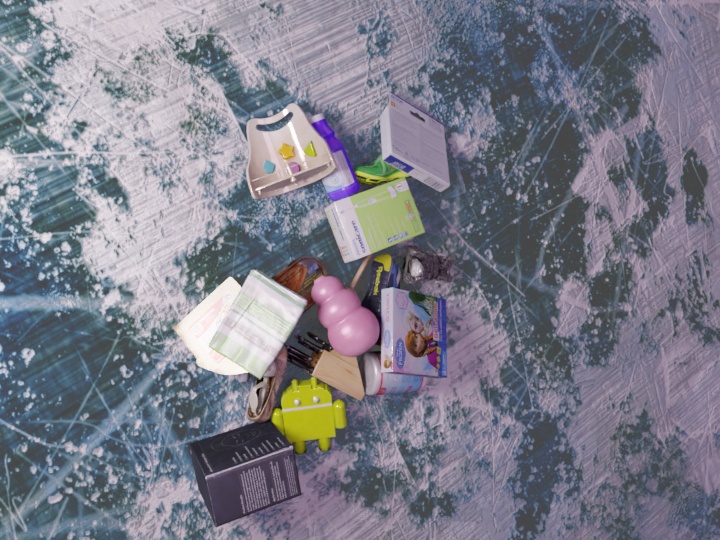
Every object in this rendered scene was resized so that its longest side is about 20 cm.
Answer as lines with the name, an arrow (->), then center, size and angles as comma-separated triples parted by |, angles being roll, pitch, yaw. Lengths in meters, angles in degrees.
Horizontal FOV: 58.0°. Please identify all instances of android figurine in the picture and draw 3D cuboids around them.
android figurine -> -0.125, 0.349, 1.570 | 0.181, 0.041, 0.201 | -5, 109, -5

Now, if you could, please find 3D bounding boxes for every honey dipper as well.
honey dipper -> 0.000, 0.000, 1.623 | 0.038, 0.038, 0.201 | 32, 78, -24

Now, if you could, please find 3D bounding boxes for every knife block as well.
knife block -> -0.095, 0.242, 1.587 | 0.175, 0.064, 0.201 | -17, 103, -21

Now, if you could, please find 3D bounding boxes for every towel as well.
towel -> -0.225, 0.116, 1.420 | 0.149, 0.031, 0.201 | 30, 87, 9

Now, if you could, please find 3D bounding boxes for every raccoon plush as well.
raccoon plush -> 0.179, 0.006, 1.621 | 0.133, 0.200, 0.097 | 10, 109, -5

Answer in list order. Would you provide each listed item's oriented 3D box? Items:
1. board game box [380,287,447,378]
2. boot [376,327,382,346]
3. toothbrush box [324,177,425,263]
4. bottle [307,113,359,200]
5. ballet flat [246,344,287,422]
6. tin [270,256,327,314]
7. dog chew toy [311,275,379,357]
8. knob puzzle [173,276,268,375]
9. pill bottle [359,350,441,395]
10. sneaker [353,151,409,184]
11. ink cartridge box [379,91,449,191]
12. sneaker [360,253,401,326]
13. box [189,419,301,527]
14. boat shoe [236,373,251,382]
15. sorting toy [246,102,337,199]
board game box -> 0.133, 0.155, 1.582 | 0.199, 0.041, 0.201 | 12, 72, -42
boot -> 0.032, 0.156, 1.628 | 0.199, 0.075, 0.074 | 17, 87, -24
toothbrush box -> 0.035, -0.122, 1.582 | 0.199, 0.086, 0.146 | -23, 92, -22
bottle -> -0.072, -0.267, 1.530 | 0.065, 0.083, 0.201 | -32, 105, -39
ballet flat -> -0.222, 0.261, 1.523 | 0.067, 0.068, 0.201 | 12, 90, -56
tin -> -0.159, 0.049, 1.525 | 0.200, 0.042, 0.112 | -40, 107, -34
dog chew toy -> -0.043, 0.101, 1.520 | 0.124, 0.124, 0.200 | -35, 93, -17
knob puzzle -> -0.287, 0.144, 1.453 | 0.218, 0.030, 0.221 | -1, 82, 5
pill bottle -> 0.104, 0.257, 1.654 | 0.199, 0.109, 0.109 | 1, 95, -24
sneaker -> 0.059, -0.260, 1.602 | 0.199, 0.074, 0.084 | -16, 94, -33
ink cartridge box -> 0.134, -0.316, 1.603 | 0.199, 0.041, 0.201 | 23, 53, -33
sneaker -> 0.057, 0.064, 1.616 | 0.082, 0.074, 0.201 | 36, 65, -50
box -> -0.262, 0.444, 1.458 | 0.196, 0.200, 0.125 | -12, 101, -22
boat shoe -> -0.248, 0.160, 1.509 | 0.067, 0.072, 0.201 | 6, 86, -23
sorting toy -> -0.171, -0.277, 1.474 | 0.199, 0.107, 0.181 | -20, 91, 3
